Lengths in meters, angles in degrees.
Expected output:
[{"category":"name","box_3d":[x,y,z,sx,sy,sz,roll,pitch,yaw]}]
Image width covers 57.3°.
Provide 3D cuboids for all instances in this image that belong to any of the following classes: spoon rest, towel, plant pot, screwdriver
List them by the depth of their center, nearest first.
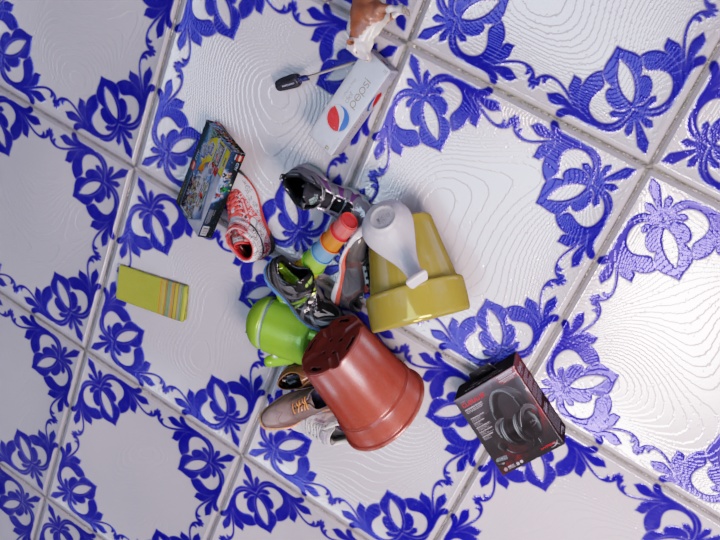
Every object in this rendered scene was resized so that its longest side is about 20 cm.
[{"category":"spoon rest","box_3d":[0.065,-0.046,1.160,0.098,0.061,0.203,-30,52,5]},{"category":"plant pot","box_3d":[0.093,0.002,1.252,0.196,0.200,0.195,-17,83,22]},{"category":"screwdriver","box_3d":[-0.088,-0.377,1.280,0.195,0.028,0.030,1,100,33]},{"category":"plant pot","box_3d":[-0.004,0.209,1.292,0.197,0.203,0.197,-26,119,23]},{"category":"towel","box_3d":[-0.494,0.052,1.564,0.194,0.018,0.089,16,103,16]}]

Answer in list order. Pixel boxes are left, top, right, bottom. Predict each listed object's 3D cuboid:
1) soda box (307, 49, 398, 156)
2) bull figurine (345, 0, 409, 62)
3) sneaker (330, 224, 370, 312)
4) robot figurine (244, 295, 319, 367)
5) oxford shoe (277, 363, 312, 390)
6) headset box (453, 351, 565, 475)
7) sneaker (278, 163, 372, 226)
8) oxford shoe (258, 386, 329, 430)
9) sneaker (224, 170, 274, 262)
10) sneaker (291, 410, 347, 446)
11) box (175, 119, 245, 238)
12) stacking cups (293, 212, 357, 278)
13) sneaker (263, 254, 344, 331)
[{"category":"soda box","box_3d":[-0.015,-0.322,1.268,0.068,0.064,0.201,41,112,6]},{"category":"bull figurine","box_3d":[0.027,-0.480,1.183,0.117,0.065,0.207,-6,77,17]},{"category":"sneaker","box_3d":[0.000,0.000,1.331,0.080,0.077,0.204,26,131,11]},{"category":"robot figurine","box_3d":[-0.159,0.127,1.406,0.194,0.115,0.181,17,108,15]},{"category":"oxford shoe","box_3d":[-0.095,0.224,1.434,0.196,0.071,0.073,-23,94,22]},{"category":"headset box","box_3d":[0.290,0.275,1.305,0.147,0.077,0.203,-33,93,24]},{"category":"sneaker","box_3d":[-0.075,-0.136,1.294,0.196,0.140,0.079,28,111,11]},{"category":"oxford shoe","box_3d":[-0.125,0.283,1.401,0.195,0.073,0.073,-22,74,-9]},{"category":"sneaker","box_3d":[-0.253,-0.116,1.382,0.066,0.108,0.206,-22,96,23]},{"category":"sneaker","box_3d":[-0.083,0.335,1.442,0.194,0.100,0.077,-1,106,21]},{"category":"box","box_3d":[-0.319,-0.193,1.389,0.137,0.037,0.204,48,119,39]},{"category":"stacking cups","box_3d":[-0.067,-0.048,1.326,0.061,0.060,0.200,47,132,3]},{"category":"sneaker","box_3d":[-0.112,0.047,1.329,0.199,0.071,0.083,42,144,-4]}]
